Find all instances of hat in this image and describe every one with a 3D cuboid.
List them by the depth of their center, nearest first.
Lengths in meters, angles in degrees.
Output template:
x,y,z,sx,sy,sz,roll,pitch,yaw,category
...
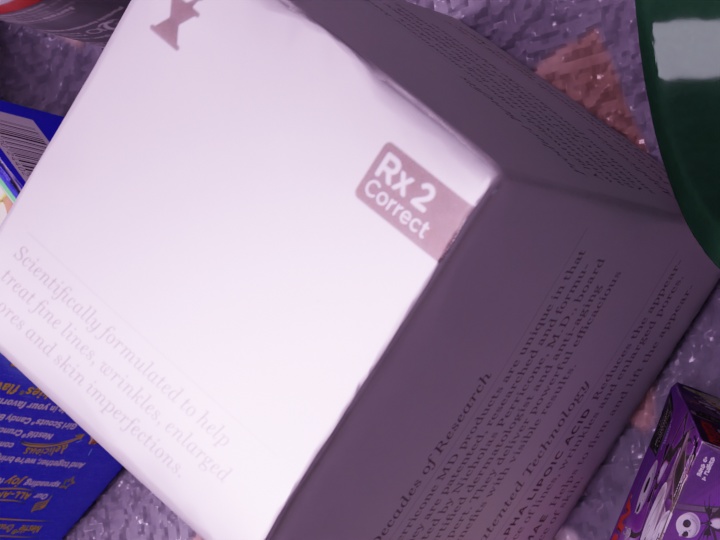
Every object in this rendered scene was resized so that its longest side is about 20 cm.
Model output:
x,y,z,sx,sy,sz,roll,pitch,yaw,category
0.201,-0.084,0.984,0.200,0.175,0.166,-110,15,-53,hat

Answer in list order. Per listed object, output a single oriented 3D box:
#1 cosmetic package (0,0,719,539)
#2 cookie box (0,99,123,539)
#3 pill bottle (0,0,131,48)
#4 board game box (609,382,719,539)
x,y,z,sx,sy,sz,roll,pitch,yaw,category
0.000,0.000,1.060,0.165,0.200,0.165,39,105,30,cosmetic package
-0.153,0.035,1.171,0.200,0.171,0.075,-49,60,18,cookie box
-0.088,-0.143,1.131,0.116,0.200,0.116,-4,83,32,pill bottle
0.089,0.144,1.041,0.032,0.120,0.201,22,97,3,board game box
